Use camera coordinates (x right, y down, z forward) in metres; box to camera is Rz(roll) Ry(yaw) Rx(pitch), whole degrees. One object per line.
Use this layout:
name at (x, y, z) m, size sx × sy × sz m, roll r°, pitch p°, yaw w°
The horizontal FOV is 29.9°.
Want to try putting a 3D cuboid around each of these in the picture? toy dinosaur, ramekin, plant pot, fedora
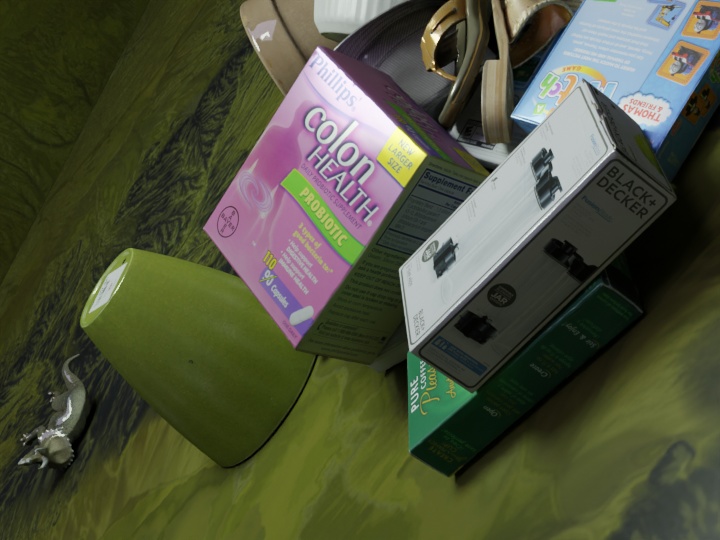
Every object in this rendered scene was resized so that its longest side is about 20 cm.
toy dinosaur at (-0.413, 0.210, 1.895) m, size 0.102 × 0.077 × 0.200 m, roll -14°, pitch 40°, yaw 44°
ramekin at (0.043, -0.277, 1.414) m, size 0.202 × 0.202 × 0.094 m, roll -159°, pitch 80°, yaw -69°
plant pot at (-0.017, -0.275, 1.580) m, size 0.174 × 0.200 × 0.200 m, roll -32°, pitch 27°, yaw 13°
plant pot at (-0.175, 0.070, 1.366) m, size 0.187 × 0.200 × 0.187 m, roll -46°, pitch 23°, yaw 26°
fedora at (0.059, -0.167, 1.274) m, size 0.200 × 0.090 × 0.177 m, roll -25°, pitch -36°, yaw -35°

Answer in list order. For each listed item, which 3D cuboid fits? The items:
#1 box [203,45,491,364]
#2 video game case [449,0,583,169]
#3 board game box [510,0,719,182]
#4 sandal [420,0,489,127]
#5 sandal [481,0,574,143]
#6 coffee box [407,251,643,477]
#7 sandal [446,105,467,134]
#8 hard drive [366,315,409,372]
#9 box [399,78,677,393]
box at (-0.013, -0.054, 1.150) m, size 0.200 × 0.097 × 0.176 m, roll -55°, pitch 49°, yaw 17°
video game case at (0.177, -0.155, 1.099) m, size 0.200 × 0.024 × 0.182 m, roll 23°, pitch 79°, yaw 53°
board game box at (0.222, -0.175, 1.016) m, size 0.151 × 0.037 × 0.200 m, roll 28°, pitch 82°, yaw 49°
sandal at (0.080, -0.207, 1.170) m, size 0.080 × 0.054 × 0.200 m, roll 107°, pitch 173°, yaw -60°
sandal at (0.142, -0.199, 1.116) m, size 0.070 × 0.078 × 0.212 m, roll 0°, pitch 64°, yaw 12°
coffee box at (0.112, 0.047, 0.985) m, size 0.200 × 0.044 × 0.123 m, roll -45°, pitch 24°, yaw 25°
sandal at (0.141, -0.160, 1.225) m, size 0.203 × 0.050 × 0.082 m, roll -47°, pitch 6°, yaw 5°
hard drive at (0.083, -0.002, 1.149) m, size 0.200 × 0.026 × 0.132 m, roll -33°, pitch 31°, yaw 46°
box at (0.116, -0.024, 0.935) m, size 0.200 × 0.060 × 0.117 m, roll -47°, pitch 22°, yaw 21°
